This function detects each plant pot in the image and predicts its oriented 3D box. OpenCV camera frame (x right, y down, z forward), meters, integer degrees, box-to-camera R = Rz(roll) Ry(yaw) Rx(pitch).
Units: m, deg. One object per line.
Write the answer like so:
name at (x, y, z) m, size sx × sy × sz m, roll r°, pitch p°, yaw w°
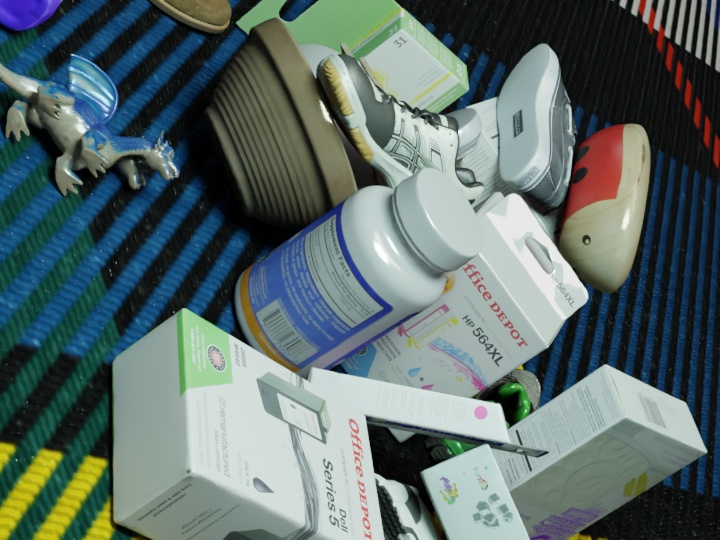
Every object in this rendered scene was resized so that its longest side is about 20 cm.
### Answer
plant pot at (-0.078, -0.111, 1.435) m, size 0.201 × 0.092 × 0.202 m, roll 158°, pitch -90°, yaw -83°

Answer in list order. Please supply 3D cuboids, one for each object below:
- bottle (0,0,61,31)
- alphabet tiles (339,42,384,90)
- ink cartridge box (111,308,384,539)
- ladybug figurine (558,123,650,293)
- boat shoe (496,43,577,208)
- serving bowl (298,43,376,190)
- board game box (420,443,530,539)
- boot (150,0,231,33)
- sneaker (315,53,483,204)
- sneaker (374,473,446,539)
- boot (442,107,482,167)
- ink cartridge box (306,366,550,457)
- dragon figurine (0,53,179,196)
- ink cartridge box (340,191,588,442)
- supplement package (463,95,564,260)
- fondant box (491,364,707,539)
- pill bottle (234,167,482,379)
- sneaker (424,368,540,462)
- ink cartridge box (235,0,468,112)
bottle at (-0.272, -0.279, 1.380) m, size 0.084 × 0.065 × 0.201 m, roll 44°, pitch 29°, yaw -23°
alphabet tiles at (0.024, -0.122, 1.560) m, size 0.168 × 0.007 × 0.201 m, roll 77°, pitch -11°, yaw -48°
ink cartridge box at (-0.080, 0.142, 1.194) m, size 0.200 × 0.084 × 0.146 m, roll 33°, pitch 34°, yaw -37°
ladybug figurine at (0.234, -0.066, 1.585) m, size 0.071 × 0.136 × 0.201 m, roll 12°, pitch 42°, yaw 4°
boat shoe at (0.182, -0.142, 1.623) m, size 0.068 × 0.072 × 0.201 m, roll 36°, pitch 36°, yaw -26°
serving bowl at (-0.009, -0.121, 1.517) m, size 0.200 × 0.065 × 0.201 m, roll 158°, pitch -90°, yaw -83°
board game box at (0.116, 0.249, 1.336) m, size 0.148 × 0.064 × 0.201 m, roll 67°, pitch 0°, yaw -80°
boot at (-0.184, -0.306, 1.548) m, size 0.200 × 0.075 × 0.074 m, roll 43°, pitch 27°, yaw -25°
sneaker at (0.035, -0.118, 1.386) m, size 0.200 × 0.087 × 0.076 m, roll 55°, pitch 1°, yaw -38°
sneaker at (0.055, 0.251, 1.306) m, size 0.080 × 0.074 × 0.201 m, roll 11°, pitch 50°, yaw -57°
boot at (0.084, -0.092, 1.534) m, size 0.096 × 0.073 × 0.200 m, roll 63°, pitch -7°, yaw -9°
ink cartridge box at (0.054, 0.116, 1.329) m, size 0.095 × 0.198 × 0.037 m, roll 91°, pitch 13°, yaw -81°
dragon figurine at (-0.228, -0.127, 1.287) m, size 0.200 × 0.059 × 0.100 m, roll 47°, pitch 28°, yaw -16°
ink cartridge box at (0.089, 0.034, 1.464) m, size 0.129 × 0.200 × 0.125 m, roll 52°, pitch 27°, yaw -3°
supplement package at (0.135, -0.054, 1.694) m, size 0.201 × 0.151 × 0.150 m, roll 57°, pitch 28°, yaw 4°
fondant box at (0.188, 0.174, 1.467) m, size 0.144 × 0.200 × 0.059 m, roll 24°, pitch 39°, yaw -45°
pill bottle at (0.000, 0.000, 1.355) m, size 0.112 × 0.199 × 0.113 m, roll 37°, pitch 34°, yaw -31°
sneaker at (0.137, 0.137, 1.555) m, size 0.078 × 0.085 × 0.200 m, roll 55°, pitch 26°, yaw 1°
ink cartridge box at (-0.008, -0.214, 1.650) m, size 0.200 × 0.145 × 0.048 m, roll 38°, pitch 33°, yaw -30°
